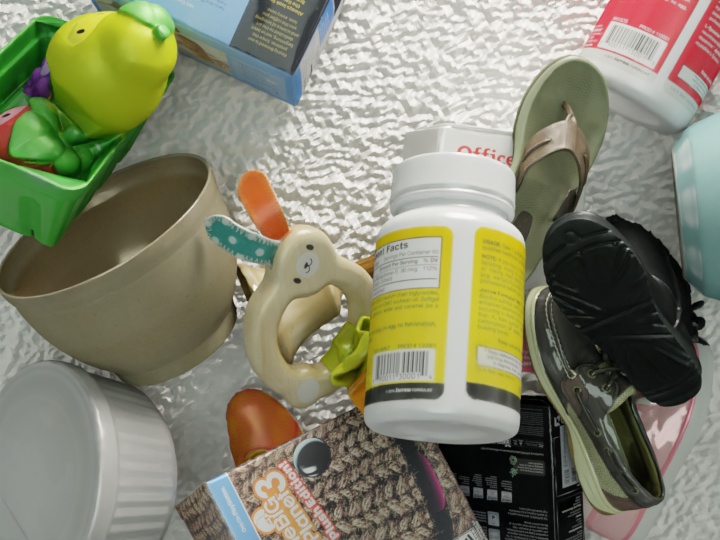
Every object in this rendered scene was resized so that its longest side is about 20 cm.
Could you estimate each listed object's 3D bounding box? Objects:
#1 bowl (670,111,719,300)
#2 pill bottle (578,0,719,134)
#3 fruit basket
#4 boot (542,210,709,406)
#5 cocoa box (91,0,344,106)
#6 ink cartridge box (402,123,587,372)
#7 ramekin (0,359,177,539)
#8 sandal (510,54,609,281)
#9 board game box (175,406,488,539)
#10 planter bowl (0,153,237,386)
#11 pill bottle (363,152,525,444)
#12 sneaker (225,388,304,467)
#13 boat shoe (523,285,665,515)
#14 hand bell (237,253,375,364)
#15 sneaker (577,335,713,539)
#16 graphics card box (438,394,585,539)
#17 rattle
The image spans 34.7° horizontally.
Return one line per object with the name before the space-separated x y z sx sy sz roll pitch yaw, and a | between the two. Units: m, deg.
bowl | 0.318 -0.052 0.961 0.105 0.201 0.201 -6 92 14
pill bottle | 0.275 -0.228 0.986 0.112 0.112 0.200 29 93 0
fruit basket | -0.234 -0.146 0.933 0.155 0.216 0.216 23 92 0
boot | 0.219 0.003 0.953 0.073 0.163 0.198 -31 110 25
cocoa box | -0.118 -0.247 0.978 0.200 0.133 0.131 25 87 -1
ink cartridge box | 0.108 -0.017 0.992 0.146 0.083 0.201 5 92 -21
ramekin | -0.241 0.180 0.981 0.202 0.094 0.203 -11 73 42
sandal | 0.155 -0.076 0.929 0.080 0.057 0.201 22 86 -19
board game box | -0.022 0.213 0.956 0.200 0.097 0.160 -24 79 -31
planter bowl | -0.187 0.011 0.980 0.200 0.200 0.135 -26 119 2
pill bottle | 0.065 0.022 0.856 0.114 0.114 0.201 5 73 1
sneaker | -0.071 0.201 1.028 0.073 0.077 0.200 -19 90 3
boat shoe | 0.196 0.102 0.939 0.066 0.072 0.201 -17 95 44
hand bell | 0.000 0.000 1.025 0.200 0.104 0.104 -25 91 -10
sneaker | 0.231 0.139 1.014 0.104 0.075 0.201 21 96 -10
graphics card box | 0.131 0.209 1.004 0.125 0.051 0.201 -2 93 44
rattle | -0.031 0.030 0.898 0.130 0.143 0.200 -20 120 -8
